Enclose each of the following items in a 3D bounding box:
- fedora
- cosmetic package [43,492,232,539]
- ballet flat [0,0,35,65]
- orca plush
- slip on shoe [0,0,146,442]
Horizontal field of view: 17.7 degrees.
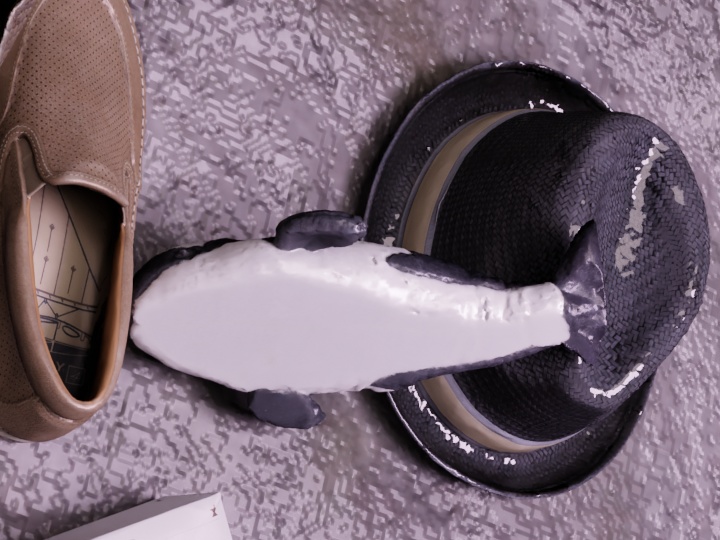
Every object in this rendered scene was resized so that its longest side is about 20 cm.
[{"bbox_3d":[0.093,-0.001,1.026,0.200,0.091,0.202,7,78,-34],"label":"fedora"},{"bbox_3d":[-0.133,0.151,0.867,0.199,0.051,0.083,-18,91,-36],"label":"cosmetic package"},{"bbox_3d":[-0.165,-0.058,0.842,0.067,0.046,0.201,44,53,-30],"label":"ballet flat"},{"bbox_3d":[0.000,0.000,0.962,0.199,0.071,0.106,-12,126,-2],"label":"orca plush"},{"bbox_3d":[-0.116,-0.034,0.904,0.076,0.060,0.201,17,73,-32],"label":"slip on shoe"}]
